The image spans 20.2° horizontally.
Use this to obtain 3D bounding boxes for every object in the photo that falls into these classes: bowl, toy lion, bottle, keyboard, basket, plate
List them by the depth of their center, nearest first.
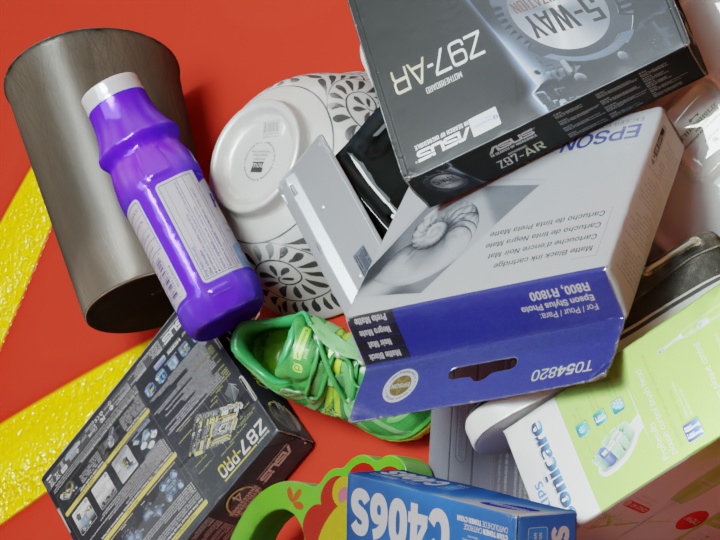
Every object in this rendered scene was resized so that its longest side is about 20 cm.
[{"bbox_3d":[0.223,-0.089,1.292,0.200,0.032,0.200,-47,67,15],"label":"plate"},{"bbox_3d":[-0.013,0.207,1.376,0.200,0.068,0.193,32,103,44],"label":"toy lion"},{"bbox_3d":[0.000,0.000,1.394,0.056,0.011,0.201,-44,61,30],"label":"keyboard"},{"bbox_3d":[-0.140,-0.049,1.482,0.065,0.084,0.201,-26,79,-10],"label":"bottle"},{"bbox_3d":[-0.050,-0.071,1.515,0.200,0.094,0.202,-15,65,35],"label":"bowl"},{"bbox_3d":[-0.186,-0.064,1.596,0.135,0.180,0.201,-22,69,12],"label":"basket"}]

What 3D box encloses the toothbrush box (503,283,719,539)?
[{"bbox_3d":[0.210,0.093,1.193,0.200,0.145,0.086,-35,54,24],"label":"toothbrush box"}]

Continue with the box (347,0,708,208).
[{"bbox_3d":[0.102,-0.153,1.295,0.199,0.044,0.161,-25,59,15],"label":"box"}]

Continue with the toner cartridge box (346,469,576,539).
[{"bbox_3d":[0.055,0.178,1.208,0.200,0.043,0.096,2,93,61],"label":"toner cartridge box"}]

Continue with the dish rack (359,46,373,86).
[{"bbox_3d":[0.095,-0.145,1.454,0.171,0.043,0.201,-38,52,22],"label":"dish rack"}]

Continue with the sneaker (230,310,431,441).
[{"bbox_3d":[-0.016,0.073,1.435,0.199,0.083,0.075,7,80,43],"label":"sneaker"}]

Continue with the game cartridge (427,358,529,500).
[{"bbox_3d":[0.101,0.108,1.322,0.129,0.038,0.202,7,96,40],"label":"game cartridge"}]

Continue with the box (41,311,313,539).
[{"bbox_3d":[-0.144,0.145,1.542,0.200,0.049,0.161,-50,47,14],"label":"box"}]

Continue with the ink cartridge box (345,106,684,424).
[{"bbox_3d":[0.088,-0.004,1.255,0.199,0.041,0.201,-13,38,36],"label":"ink cartridge box"}]

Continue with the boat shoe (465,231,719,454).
[{"bbox_3d":[0.146,0.044,1.238,0.199,0.071,0.064,-28,62,-5],"label":"boat shoe"}]

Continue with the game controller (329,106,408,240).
[{"bbox_3d":[0.058,-0.026,1.402,0.104,0.042,0.200,-45,71,13],"label":"game controller"}]
